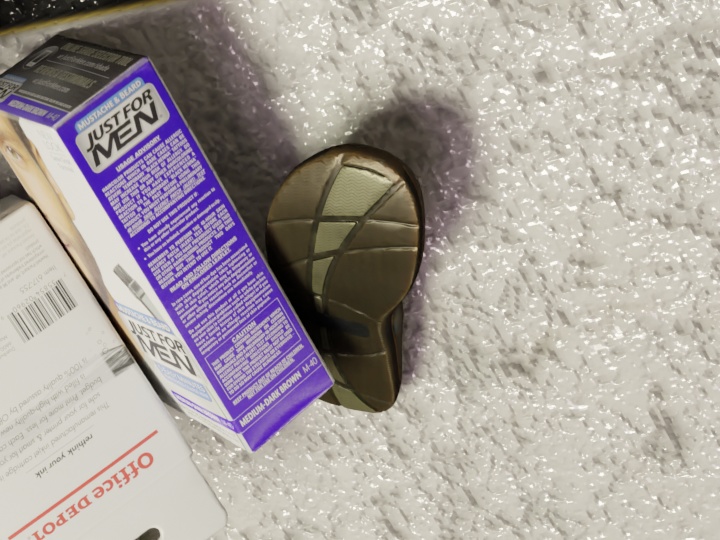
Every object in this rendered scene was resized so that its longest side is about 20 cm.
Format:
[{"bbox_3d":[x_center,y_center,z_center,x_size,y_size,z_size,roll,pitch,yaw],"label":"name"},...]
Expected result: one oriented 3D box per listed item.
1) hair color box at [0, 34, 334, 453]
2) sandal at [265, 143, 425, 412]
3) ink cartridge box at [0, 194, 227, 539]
[{"bbox_3d":[-0.102,-0.014,0.933,0.109,0.065,0.201,20,143,56],"label":"hair color box"},{"bbox_3d":[0.000,0.000,0.952,0.081,0.055,0.201,15,144,15],"label":"sandal"},{"bbox_3d":[-0.170,0.077,0.978,0.201,0.116,0.068,59,165,-15],"label":"ink cartridge box"}]
